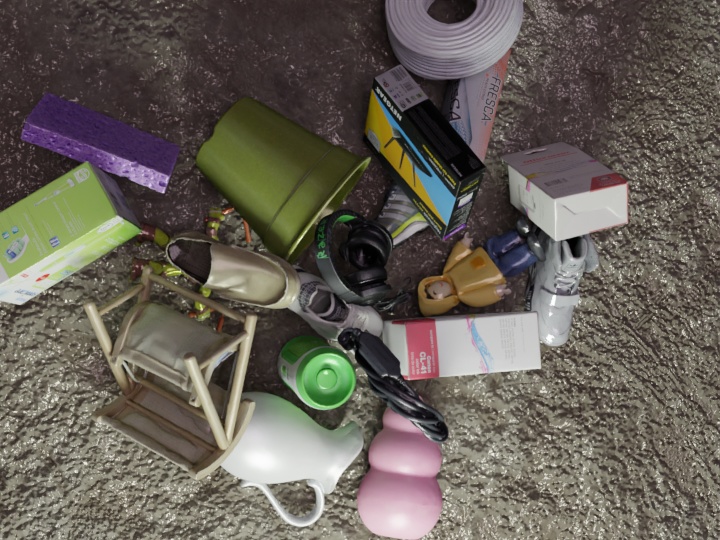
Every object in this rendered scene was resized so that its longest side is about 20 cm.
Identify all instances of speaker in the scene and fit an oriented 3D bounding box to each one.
[{"bbox_3d":[-0.062,0.137,1.489,0.087,0.200,0.090,0,92,-12],"label":"speaker"}]

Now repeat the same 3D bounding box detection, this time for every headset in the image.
[{"bbox_3d":[0.000,0.000,1.489,0.199,0.093,0.125,33,49,-40],"label":"headset"}]

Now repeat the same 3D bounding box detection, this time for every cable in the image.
[{"bbox_3d":[0.043,0.163,1.475,0.051,0.163,0.200,-41,74,-12],"label":"cable"},{"bbox_3d":[0.132,-0.369,1.546,0.198,0.069,0.202,6,69,12],"label":"cable"}]

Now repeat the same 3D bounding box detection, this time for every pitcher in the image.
[{"bbox_3d":[-0.118,0.267,1.530,0.198,0.121,0.173,20,95,-24],"label":"pitcher"}]

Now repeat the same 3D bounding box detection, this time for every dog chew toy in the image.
[{"bbox_3d":[0.062,0.280,1.568,0.123,0.124,0.202,9,82,-13],"label":"dog chew toy"}]

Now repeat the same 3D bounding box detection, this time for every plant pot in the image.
[{"bbox_3d":[-0.120,-0.133,1.492,0.189,0.200,0.201,38,83,2],"label":"plant pot"}]

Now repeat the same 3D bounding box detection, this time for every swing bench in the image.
[{"bbox_3d":[-0.248,0.132,1.427,0.129,0.198,0.202,-34,137,-45],"label":"swing bench"}]

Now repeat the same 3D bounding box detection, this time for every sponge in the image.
[{"bbox_3d":[-0.345,-0.173,1.465,0.198,0.112,0.030,21,117,-12],"label":"sponge"}]

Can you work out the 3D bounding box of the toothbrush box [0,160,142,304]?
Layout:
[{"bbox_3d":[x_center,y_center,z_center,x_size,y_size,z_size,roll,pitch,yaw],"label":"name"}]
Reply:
[{"bbox_3d":[-0.402,-0.045,1.417,0.199,0.146,0.087,-30,84,-3],"label":"toothbrush box"}]

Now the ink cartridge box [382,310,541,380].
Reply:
[{"bbox_3d":[0.142,0.106,1.560,0.198,0.148,0.087,-2,87,-11],"label":"ink cartridge box"}]

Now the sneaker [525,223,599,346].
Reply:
[{"bbox_3d":[0.297,0.015,1.611,0.074,0.115,0.202,-1,92,-12],"label":"sneaker"}]

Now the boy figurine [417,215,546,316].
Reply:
[{"bbox_3d":[0.168,-0.002,1.592,0.199,0.065,0.125,-29,55,4],"label":"boy figurine"}]

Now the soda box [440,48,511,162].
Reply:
[{"bbox_3d":[0.158,-0.237,1.580,0.068,0.064,0.202,18,75,-13],"label":"soda box"}]

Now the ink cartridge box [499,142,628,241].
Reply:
[{"bbox_3d":[0.291,-0.120,1.580,0.115,0.200,0.068,-13,117,-12],"label":"ink cartridge box"}]

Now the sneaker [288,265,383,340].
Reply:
[{"bbox_3d":[-0.031,0.062,1.527,0.199,0.080,0.077,27,85,-42],"label":"sneaker"}]

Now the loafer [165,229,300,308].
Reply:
[{"bbox_3d":[-0.174,0.002,1.427,0.198,0.068,0.076,17,102,18],"label":"loafer"}]

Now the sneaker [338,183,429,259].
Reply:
[{"bbox_3d":[0.049,-0.079,1.583,0.199,0.074,0.081,-31,86,-15],"label":"sneaker"}]

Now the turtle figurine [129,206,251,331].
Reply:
[{"bbox_3d":[-0.238,-0.002,1.515,0.160,0.064,0.202,11,89,-13],"label":"turtle figurine"}]

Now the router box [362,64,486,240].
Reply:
[{"bbox_3d":[0.084,-0.161,1.500,0.051,0.150,0.201,-29,67,-20],"label":"router box"}]
